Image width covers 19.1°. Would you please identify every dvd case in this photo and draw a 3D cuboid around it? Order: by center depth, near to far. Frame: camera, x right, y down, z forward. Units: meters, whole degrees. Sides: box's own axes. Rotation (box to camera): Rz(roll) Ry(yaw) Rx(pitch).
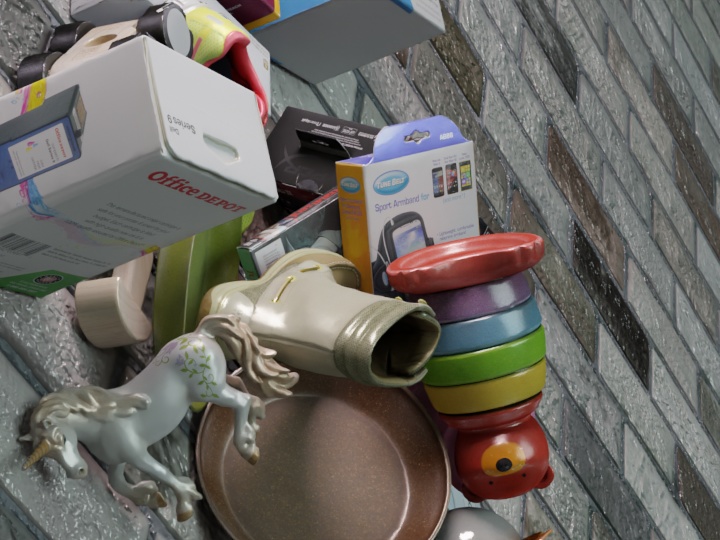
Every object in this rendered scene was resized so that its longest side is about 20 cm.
[{"bbox_3d":[0.000,0.000,1.716,0.200,0.022,0.147,-34,118,-33],"label":"dvd case"}]

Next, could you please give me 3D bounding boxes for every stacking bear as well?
[{"bbox_3d":[0.096,0.080,1.657,0.114,0.121,0.201,-123,-159,-82],"label":"stacking bear"}]

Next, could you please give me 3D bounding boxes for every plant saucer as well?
[{"bbox_3d":[-0.121,0.003,1.575,0.200,0.031,0.201,6,90,-83],"label":"plant saucer"},{"bbox_3d":[-0.031,0.154,1.627,0.037,0.199,0.201,114,-22,-53],"label":"plant saucer"}]

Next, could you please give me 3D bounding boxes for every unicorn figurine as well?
[{"bbox_3d":[-0.143,0.105,1.453,0.200,0.074,0.138,-49,121,-25],"label":"unicorn figurine"}]

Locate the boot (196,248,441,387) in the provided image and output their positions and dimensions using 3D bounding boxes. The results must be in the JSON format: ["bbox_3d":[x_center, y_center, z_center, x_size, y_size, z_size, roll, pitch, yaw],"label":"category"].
[{"bbox_3d":[-0.008,0.036,1.573,0.200,0.154,0.073,-20,115,-61],"label":"boot"}]

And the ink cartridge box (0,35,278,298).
[{"bbox_3d":[-0.175,-0.062,1.380,0.145,0.199,0.088,20,54,-61],"label":"ink cartridge box"}]

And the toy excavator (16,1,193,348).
[{"bbox_3d":[-0.170,-0.069,1.547,0.195,0.099,0.201,-59,135,-59],"label":"toy excavator"}]

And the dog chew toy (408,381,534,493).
[{"bbox_3d":[0.091,0.119,1.796,0.125,0.124,0.200,56,5,-32],"label":"dog chew toy"}]

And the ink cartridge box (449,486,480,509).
[{"bbox_3d":[0.045,0.143,1.907,0.160,0.047,0.201,19,58,-61],"label":"ink cartridge box"}]

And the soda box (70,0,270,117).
[{"bbox_3d":[-0.148,-0.188,1.706,0.200,0.063,0.068,41,38,-48],"label":"soda box"}]

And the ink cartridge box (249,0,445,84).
[{"bbox_3d":[-0.033,-0.302,1.940,0.147,0.145,0.201,23,52,-61],"label":"ink cartridge box"}]

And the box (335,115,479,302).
[{"bbox_3d":[0.041,-0.021,1.709,0.119,0.041,0.201,-14,104,-38],"label":"box"}]

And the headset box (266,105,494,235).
[{"bbox_3d":[0.010,-0.058,1.838,0.200,0.148,0.075,45,69,-45],"label":"headset box"}]

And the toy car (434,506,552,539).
[{"bbox_3d":[0.070,0.237,1.701,0.177,0.199,0.185,-25,96,-67],"label":"toy car"}]

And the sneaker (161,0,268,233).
[{"bbox_3d":[-0.108,-0.108,1.644,0.078,0.090,0.201,-34,128,-34],"label":"sneaker"}]

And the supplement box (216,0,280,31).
[{"bbox_3d":[-0.153,-0.282,1.737,0.200,0.085,0.111,38,40,-52],"label":"supplement box"}]
